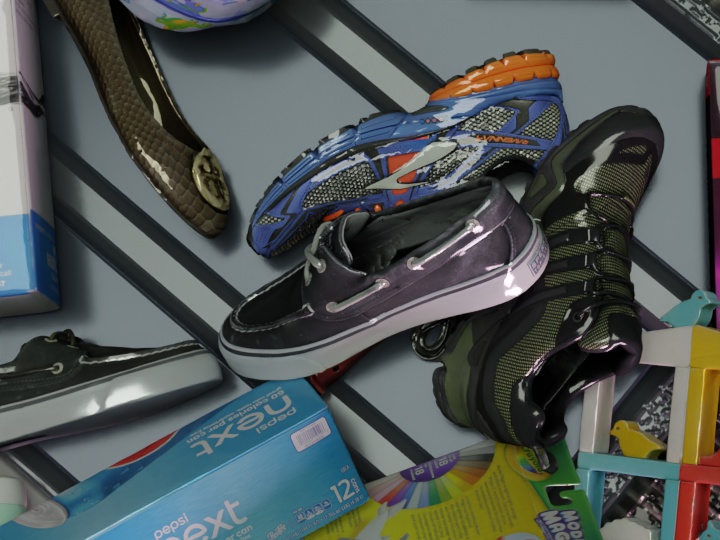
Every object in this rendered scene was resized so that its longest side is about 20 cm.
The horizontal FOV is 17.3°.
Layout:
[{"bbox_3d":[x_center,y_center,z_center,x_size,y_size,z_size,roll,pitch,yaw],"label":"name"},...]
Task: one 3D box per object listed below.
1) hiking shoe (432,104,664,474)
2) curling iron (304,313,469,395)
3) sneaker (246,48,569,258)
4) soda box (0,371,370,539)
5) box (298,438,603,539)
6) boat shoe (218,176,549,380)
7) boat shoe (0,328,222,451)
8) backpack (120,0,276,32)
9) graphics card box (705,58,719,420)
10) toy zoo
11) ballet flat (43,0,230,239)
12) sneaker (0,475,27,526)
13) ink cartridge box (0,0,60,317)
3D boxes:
[{"bbox_3d":[0.126,0.010,1.279,0.100,0.076,0.201,29,92,39],"label":"hiking shoe"},{"bbox_3d":[-0.015,0.063,1.325,0.199,0.026,0.050,-30,84,1],"label":"curling iron"},{"bbox_3d":[0.029,-0.052,1.315,0.199,0.075,0.079,-25,85,3],"label":"sneaker"},{"bbox_3d":[-0.101,0.134,1.274,0.199,0.068,0.064,-28,114,-8],"label":"soda box"},{"bbox_3d":[0.030,0.159,1.268,0.199,0.118,0.049,-21,125,4],"label":"box"},{"bbox_3d":[0.000,0.000,1.271,0.199,0.068,0.072,-17,39,28],"label":"boat shoe"},{"bbox_3d":[-0.177,0.064,1.320,0.199,0.069,0.057,-14,81,5],"label":"boat shoe"},{"bbox_3d":[-0.103,-0.232,1.318,0.162,0.153,0.201,-21,95,-31],"label":"backpack"},{"bbox_3d":[0.253,-0.018,1.300,0.124,0.051,0.202,-1,84,7],"label":"graphics card box"},{"bbox_3d":[0.175,0.111,1.268,0.131,0.020,0.202,4,87,37],"label":"toy zoo"},{"bbox_3d":[-0.124,-0.109,1.339,0.046,0.067,0.201,-33,75,9],"label":"ballet flat"},{"bbox_3d":[-0.282,0.181,1.307,0.199,0.074,0.119,-6,76,2],"label":"sneaker"},{"bbox_3d":[-0.252,-0.073,1.333,0.143,0.084,0.202,-6,81,3],"label":"ink cartridge box"}]
